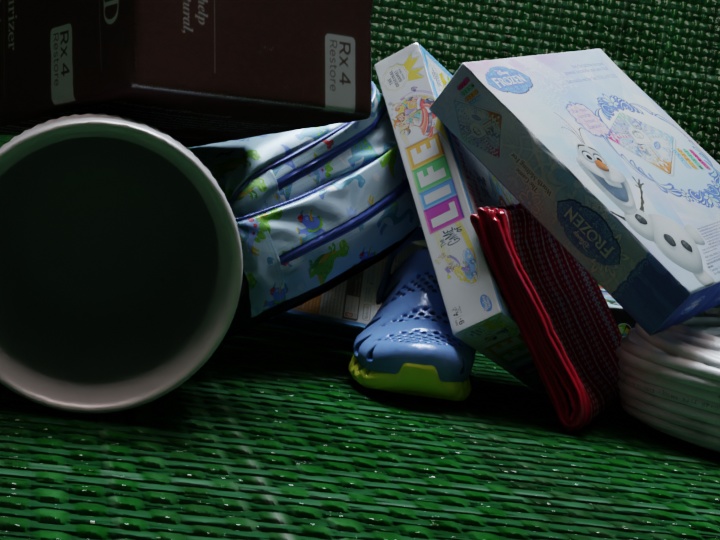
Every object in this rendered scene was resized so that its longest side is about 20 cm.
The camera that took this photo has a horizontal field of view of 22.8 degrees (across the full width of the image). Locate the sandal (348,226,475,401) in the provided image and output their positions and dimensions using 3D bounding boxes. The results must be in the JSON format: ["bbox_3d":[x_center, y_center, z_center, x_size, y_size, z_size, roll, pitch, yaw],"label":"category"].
[{"bbox_3d":[0.038,0.025,1.131,0.079,0.087,0.200,9,14,-2],"label":"sandal"}]

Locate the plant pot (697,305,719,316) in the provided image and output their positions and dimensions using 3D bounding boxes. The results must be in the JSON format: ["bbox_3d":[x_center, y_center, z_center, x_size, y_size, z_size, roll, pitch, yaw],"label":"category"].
[{"bbox_3d":[0.350,0.019,1.238,0.200,0.141,0.141,26,-18,47],"label":"plant pot"}]

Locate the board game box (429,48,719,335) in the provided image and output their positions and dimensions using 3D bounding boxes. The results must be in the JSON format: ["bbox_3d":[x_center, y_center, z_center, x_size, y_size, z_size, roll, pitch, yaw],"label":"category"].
[{"bbox_3d":[0.168,-0.058,1.138,0.199,0.043,0.200,48,30,17],"label":"board game box"}]

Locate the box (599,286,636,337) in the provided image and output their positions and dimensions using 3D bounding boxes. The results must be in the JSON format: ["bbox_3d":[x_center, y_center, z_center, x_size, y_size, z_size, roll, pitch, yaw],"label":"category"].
[{"bbox_3d":[0.158,0.035,1.439,0.200,0.040,0.137,5,6,-28],"label":"box"}]

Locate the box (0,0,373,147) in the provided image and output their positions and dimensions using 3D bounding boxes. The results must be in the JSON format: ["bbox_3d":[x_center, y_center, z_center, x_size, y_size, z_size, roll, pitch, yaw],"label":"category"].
[{"bbox_3d":[-0.117,-0.164,1.023,0.164,0.166,0.200,3,-5,-40],"label":"box"}]

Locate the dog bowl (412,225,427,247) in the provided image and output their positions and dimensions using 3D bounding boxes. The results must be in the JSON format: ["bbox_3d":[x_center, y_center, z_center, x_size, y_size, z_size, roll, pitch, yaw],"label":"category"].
[{"bbox_3d":[0.002,-0.084,1.320,0.200,0.059,0.200,28,11,-6],"label":"dog bowl"}]

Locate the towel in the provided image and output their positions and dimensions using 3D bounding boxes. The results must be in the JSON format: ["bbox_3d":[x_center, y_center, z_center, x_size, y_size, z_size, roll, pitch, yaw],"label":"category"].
[{"bbox_3d":[0.130,0.021,1.131,0.022,0.145,0.200,-24,-4,19],"label":"towel"}]

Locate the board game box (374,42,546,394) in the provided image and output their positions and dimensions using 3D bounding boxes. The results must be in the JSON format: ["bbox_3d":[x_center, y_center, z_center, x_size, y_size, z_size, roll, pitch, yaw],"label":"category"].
[{"bbox_3d":[0.076,-0.032,1.143,0.034,0.200,0.134,-25,-30,19],"label":"board game box"}]

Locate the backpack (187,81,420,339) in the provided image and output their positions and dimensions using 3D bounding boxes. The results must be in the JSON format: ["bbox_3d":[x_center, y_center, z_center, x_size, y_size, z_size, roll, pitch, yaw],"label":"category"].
[{"bbox_3d":[-0.052,-0.042,1.147,0.200,0.154,0.163,-12,9,-28],"label":"backpack"}]

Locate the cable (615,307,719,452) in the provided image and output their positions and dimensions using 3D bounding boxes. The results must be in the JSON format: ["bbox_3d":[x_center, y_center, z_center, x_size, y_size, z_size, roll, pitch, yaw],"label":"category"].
[{"bbox_3d":[0.255,0.074,1.095,0.200,0.069,0.200,13,8,29],"label":"cable"}]

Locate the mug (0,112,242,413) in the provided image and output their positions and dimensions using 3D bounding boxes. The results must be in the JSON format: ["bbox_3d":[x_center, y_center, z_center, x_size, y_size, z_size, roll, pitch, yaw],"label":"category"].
[{"bbox_3d":[-0.166,-0.001,0.958,0.200,0.148,0.175,-25,10,-4],"label":"mug"}]

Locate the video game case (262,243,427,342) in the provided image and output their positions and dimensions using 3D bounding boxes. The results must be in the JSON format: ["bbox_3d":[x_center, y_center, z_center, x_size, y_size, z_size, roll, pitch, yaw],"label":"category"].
[{"bbox_3d":[-0.034,0.002,1.289,0.200,0.018,0.143,11,31,-2],"label":"video game case"}]
